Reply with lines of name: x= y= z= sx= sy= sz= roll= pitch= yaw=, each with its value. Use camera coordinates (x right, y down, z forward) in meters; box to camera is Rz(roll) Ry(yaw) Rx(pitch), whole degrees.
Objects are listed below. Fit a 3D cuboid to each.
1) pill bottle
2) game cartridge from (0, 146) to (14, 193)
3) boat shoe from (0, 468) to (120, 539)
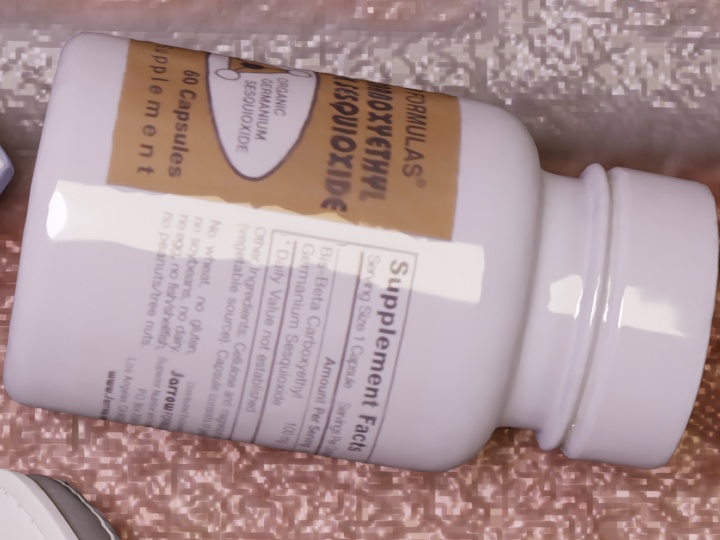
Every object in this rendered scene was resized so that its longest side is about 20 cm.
pill bottle: x=0.000 y=0.000 z=0.890 sx=0.200 sy=0.114 sz=0.114 roll=10 pitch=82 yaw=-5
game cartridge: x=-0.215 y=-0.050 z=0.913 sx=0.200 sy=0.041 sz=0.133 roll=35 pitch=84 yaw=-1
boat shoe: x=-0.061 y=0.148 z=0.891 sx=0.060 sy=0.072 sz=0.202 roll=-11 pitch=67 yaw=-47
